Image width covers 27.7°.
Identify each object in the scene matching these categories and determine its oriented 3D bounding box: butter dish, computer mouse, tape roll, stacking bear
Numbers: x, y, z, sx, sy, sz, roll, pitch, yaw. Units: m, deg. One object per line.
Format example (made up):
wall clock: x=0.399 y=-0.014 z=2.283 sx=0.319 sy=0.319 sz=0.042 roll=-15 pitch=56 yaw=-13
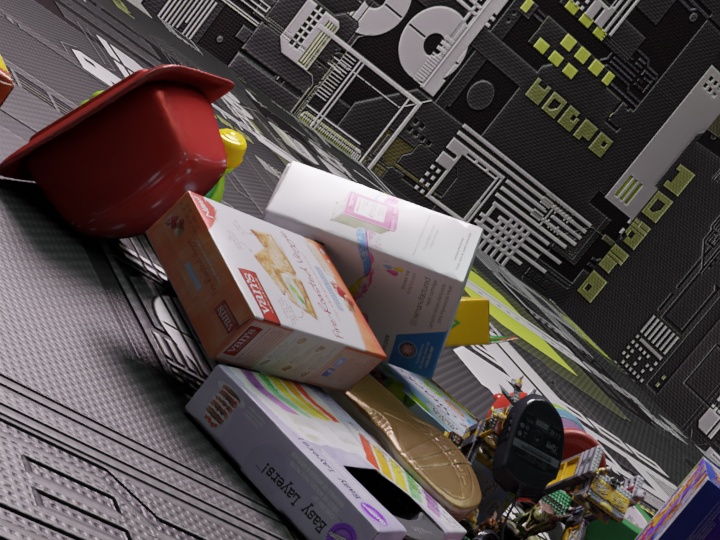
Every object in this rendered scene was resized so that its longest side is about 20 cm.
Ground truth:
butter dish: x=-0.200 y=-0.087 z=1.354 sx=0.149 sy=0.198 sz=0.200 roll=63 pitch=12 yaw=4
computer mouse: x=0.126 y=0.198 z=1.239 sx=0.058 sy=0.201 sz=0.034 roll=32 pitch=-27 yaw=-19
tape roll: x=0.293 y=0.293 z=1.829 sx=0.200 sy=0.048 sz=0.200 roll=39 pitch=8 yaw=-6
stacking bear: x=0.207 y=0.206 z=1.737 sx=0.121 sy=0.114 sz=0.200 roll=36 pitch=4 yaw=-20

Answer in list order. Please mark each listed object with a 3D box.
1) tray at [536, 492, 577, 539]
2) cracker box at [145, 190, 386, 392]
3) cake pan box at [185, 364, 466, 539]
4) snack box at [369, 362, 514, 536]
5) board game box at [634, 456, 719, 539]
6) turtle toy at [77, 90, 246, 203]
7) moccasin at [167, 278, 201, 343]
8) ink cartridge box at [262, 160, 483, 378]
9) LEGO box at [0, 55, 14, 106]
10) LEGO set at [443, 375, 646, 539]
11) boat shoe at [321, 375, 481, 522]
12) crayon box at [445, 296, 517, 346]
tray: x=0.196 y=0.239 z=1.490 sx=0.107 sy=0.022 sz=0.202 roll=-68 pitch=138 yaw=-74
cracker box: x=-0.076 y=0.022 z=1.222 sx=0.199 sy=0.058 sz=0.135 roll=20 pitch=34 yaw=-55
cake pan box: x=-0.022 y=0.163 z=1.153 sx=0.200 sy=0.052 sz=0.184 roll=43 pitch=11 yaw=26
snack box: x=0.076 y=0.170 z=1.474 sx=0.200 sy=0.068 sz=0.169 roll=40 pitch=8 yaw=10
board game box: x=0.269 y=0.270 z=1.330 sx=0.045 sy=0.201 sz=0.134 roll=39 pitch=8 yaw=8
turtle toy: x=-0.219 y=-0.117 z=1.534 sx=0.200 sy=0.146 sz=0.101 roll=43 pitch=31 yaw=26
moccasin: x=-0.121 y=0.017 z=1.342 sx=0.068 sy=0.081 sz=0.200 roll=8 pitch=24 yaw=-26
ink cartridge box: x=0.000 y=0.000 z=1.393 sx=0.198 sy=0.145 sz=0.085 roll=20 pitch=46 yaw=6
LEGO box: x=-0.412 y=-0.213 z=1.337 sx=0.148 sy=0.077 sz=0.200 roll=34 pitch=10 yaw=-33
LEGO set: x=0.163 y=0.207 z=1.309 sx=0.200 sy=0.116 sz=0.154 roll=43 pitch=52 yaw=-9
boat shoe: x=0.027 y=0.164 z=1.287 sx=0.073 sy=0.070 sz=0.200 roll=-1 pitch=33 yaw=-43
crayon box: x=0.052 y=0.055 z=1.547 sx=0.198 sy=0.051 sz=0.127 roll=-2 pitch=0 yaw=-20
